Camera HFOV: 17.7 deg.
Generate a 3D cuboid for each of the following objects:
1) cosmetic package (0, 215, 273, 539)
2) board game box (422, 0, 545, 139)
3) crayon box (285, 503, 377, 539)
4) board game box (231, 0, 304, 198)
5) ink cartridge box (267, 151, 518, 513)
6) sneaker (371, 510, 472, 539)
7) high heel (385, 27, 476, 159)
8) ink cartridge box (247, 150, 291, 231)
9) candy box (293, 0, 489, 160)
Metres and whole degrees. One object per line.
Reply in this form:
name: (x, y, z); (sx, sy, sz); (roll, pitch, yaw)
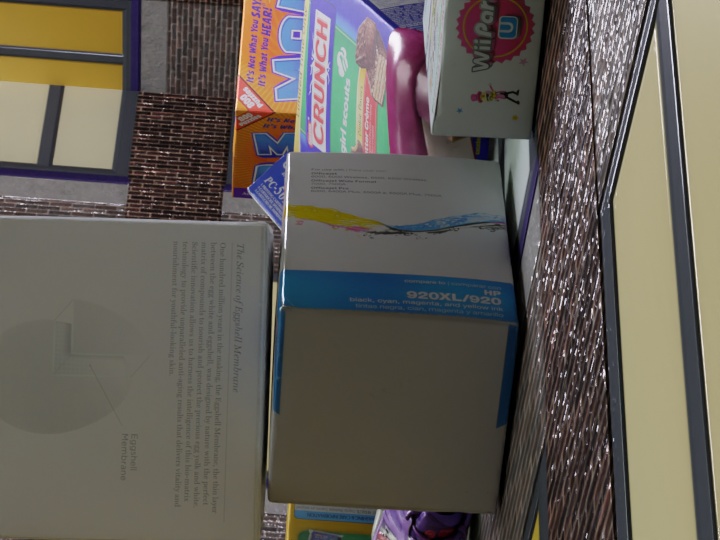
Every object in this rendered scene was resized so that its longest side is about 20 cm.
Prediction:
cosmetic package: (-0.156, 0.067, 1.459); (0.123, 0.200, 0.200); (24, -111, -89)
board game box: (0.077, -0.187, 1.439); (0.200, 0.064, 0.148); (-87, 1, -62)
crayon box: (0.010, 0.168, 1.665); (0.052, 0.126, 0.200); (143, 131, -87)
board game box: (-0.041, -0.210, 2.659); (0.200, 0.200, 0.200); (99, 175, -63)
ink cartridge box: (0.018, 0.034, 1.461); (0.200, 0.145, 0.147); (-91, 4, -58)
sneaker: (0.039, 0.190, 1.568); (0.083, 0.081, 0.200); (159, 116, -81)
high heel: (0.044, -0.065, 1.581); (0.096, 0.067, 0.200); (46, 135, 44)
ink cartridge box: (0.000, 0.000, 1.661); (0.094, 0.044, 0.200); (49, -179, 36)
candy box: (0.022, -0.127, 1.696); (0.200, 0.077, 0.169); (-131, 40, -57)
